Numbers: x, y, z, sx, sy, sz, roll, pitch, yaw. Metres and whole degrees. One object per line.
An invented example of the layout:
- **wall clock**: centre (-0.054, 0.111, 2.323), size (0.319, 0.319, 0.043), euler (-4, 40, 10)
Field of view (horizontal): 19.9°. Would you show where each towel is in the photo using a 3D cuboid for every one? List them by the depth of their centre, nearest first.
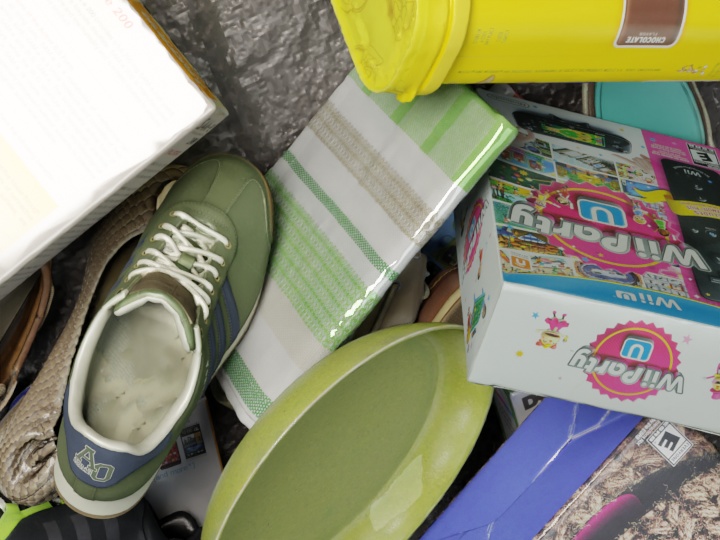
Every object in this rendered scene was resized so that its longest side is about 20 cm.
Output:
- **towel**: centre (-0.010, -0.023, 1.059), size (0.031, 0.149, 0.200), euler (35, 100, -35)

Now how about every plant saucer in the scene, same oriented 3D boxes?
- **plant saucer**: centre (-0.012, 0.101, 1.045), size (0.200, 0.031, 0.200), euler (-35, 148, -26)

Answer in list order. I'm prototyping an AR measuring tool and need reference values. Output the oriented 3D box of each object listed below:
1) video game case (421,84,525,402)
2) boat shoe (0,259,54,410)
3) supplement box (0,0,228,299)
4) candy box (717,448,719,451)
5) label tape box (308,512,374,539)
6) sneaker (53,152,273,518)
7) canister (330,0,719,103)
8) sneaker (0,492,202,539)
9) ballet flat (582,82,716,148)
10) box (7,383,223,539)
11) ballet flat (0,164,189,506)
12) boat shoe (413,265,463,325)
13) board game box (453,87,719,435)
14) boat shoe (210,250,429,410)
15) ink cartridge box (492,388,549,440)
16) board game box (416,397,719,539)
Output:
- **video game case**: centre (0.094, -0.002, 1.196), size (0.143, 0.017, 0.200), euler (-46, 126, 7)
- **boat shoe**: centre (-0.216, 0.053, 1.061), size (0.076, 0.072, 0.200), euler (15, 112, -29)
- **supplement box**: centre (-0.179, -0.062, 0.977), size (0.200, 0.074, 0.126), euler (-38, 90, 2)
- **candy box**: centre (0.163, 0.187, 1.276), size (0.200, 0.117, 0.056), euler (-14, 121, -15)
- **label tape box**: centre (-0.049, 0.226, 1.169), size (0.144, 0.063, 0.200), euler (-18, 154, -37)
- **sneaker**: centre (-0.090, 0.021, 0.997), size (0.067, 0.090, 0.200), euler (24, 69, 0)
- **canister**: centre (0.090, -0.160, 1.025), size (0.200, 0.149, 0.087), euler (-3, 146, -24)
- **sneaker**: centre (-0.160, 0.133, 1.099), size (0.200, 0.072, 0.083), euler (30, 85, -41)
- **ballet flat**: centre (0.174, -0.062, 1.171), size (0.067, 0.062, 0.200), euler (-25, 120, 7)
- **box**: centre (-0.134, 0.142, 1.170), size (0.119, 0.041, 0.200), euler (-19, 126, -12)
- **ballet flat**: centre (-0.127, 0.032, 1.056), size (0.067, 0.046, 0.200), euler (40, 68, -28)
- **boat shoe**: centre (0.009, 0.074, 1.165), size (0.072, 0.068, 0.200), euler (-1, 128, -49)
- **board game box**: centre (0.126, -0.007, 1.049), size (0.147, 0.200, 0.064), euler (12, 122, -9)
- **boat shoe**: centre (0.000, 0.000, 1.111), size (0.068, 0.075, 0.200), euler (31, 98, -29)
- **ink cartridge box**: centre (0.134, 0.071, 1.208), size (0.104, 0.059, 0.200), euler (-24, 125, -7)
- **board game box**: centre (0.157, 0.174, 1.150), size (0.200, 0.097, 0.159), euler (43, 88, -24)
